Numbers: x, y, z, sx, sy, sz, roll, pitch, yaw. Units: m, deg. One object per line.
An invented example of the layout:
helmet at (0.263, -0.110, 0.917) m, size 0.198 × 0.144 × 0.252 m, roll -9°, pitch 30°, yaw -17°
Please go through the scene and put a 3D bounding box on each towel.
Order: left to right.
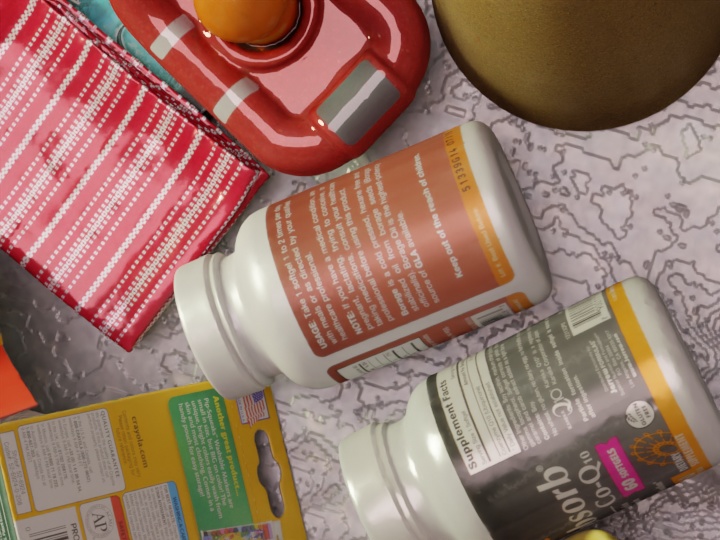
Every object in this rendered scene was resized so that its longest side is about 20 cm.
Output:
towel at (-0.174, -0.067, 1.111) m, size 0.200 × 0.022 × 0.145 m, roll 39°, pitch 99°, yaw 3°

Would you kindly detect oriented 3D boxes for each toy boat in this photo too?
toy boat at (-0.061, -0.151, 1.037) m, size 0.200 × 0.131 × 0.131 m, roll 44°, pitch 95°, yaw 7°

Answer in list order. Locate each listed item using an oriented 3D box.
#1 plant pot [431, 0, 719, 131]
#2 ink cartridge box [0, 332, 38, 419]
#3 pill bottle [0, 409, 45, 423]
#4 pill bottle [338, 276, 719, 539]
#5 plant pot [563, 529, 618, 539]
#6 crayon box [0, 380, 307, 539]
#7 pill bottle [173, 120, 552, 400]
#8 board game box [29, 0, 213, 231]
plant pot at (0.116, -0.178, 0.997) m, size 0.186 × 0.200 × 0.187 m, roll 0°, pitch 89°, yaw 10°
ink cartridge box at (-0.271, 0.025, 1.067) m, size 0.109 × 0.200 × 0.050 m, roll -20°, pitch 127°, yaw -19°
pill bottle at (-0.280, 0.104, 1.113) m, size 0.199 × 0.111 × 0.112 m, roll 15°, pitch 91°, yaw 12°
pill bottle at (0.096, 0.094, 1.035) m, size 0.200 × 0.116 × 0.117 m, roll -28°, pitch 83°, yaw 10°
plant pot at (0.145, 0.273, 0.990) m, size 0.189 × 0.201 × 0.201 m, roll 36°, pitch 96°, yaw -5°
crayon box at (-0.129, 0.137, 1.068) m, size 0.052 × 0.200 × 0.126 m, roll -19°, pitch 83°, yaw 46°
pill bottle at (0.000, 0.000, 1.059) m, size 0.200 × 0.112 × 0.112 m, roll -22°, pitch 84°, yaw 10°
board game box at (-0.144, -0.137, 1.134) m, size 0.200 × 0.028 × 0.135 m, roll -39°, pitch 81°, yaw 8°
